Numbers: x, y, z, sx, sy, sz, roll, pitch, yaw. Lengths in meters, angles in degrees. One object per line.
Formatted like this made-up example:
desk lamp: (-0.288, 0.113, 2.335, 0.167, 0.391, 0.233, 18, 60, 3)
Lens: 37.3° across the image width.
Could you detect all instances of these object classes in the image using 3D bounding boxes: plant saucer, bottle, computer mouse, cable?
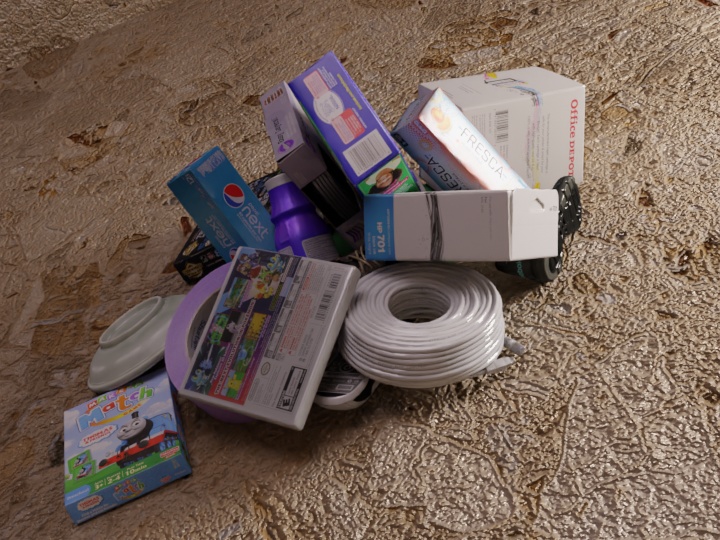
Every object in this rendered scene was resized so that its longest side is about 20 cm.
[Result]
plant saucer: (-0.306, 0.087, 1.481, 0.199, 0.050, 0.200, -31, 18, 11)
bottle: (-0.073, -0.031, 1.425, 0.065, 0.202, 0.083, -23, -4, 34)
computer mouse: (0.000, 0.116, 1.305, 0.109, 0.044, 0.200, 3, 32, 27)
cable: (0.071, 0.061, 1.266, 0.198, 0.070, 0.200, -18, 35, -20)

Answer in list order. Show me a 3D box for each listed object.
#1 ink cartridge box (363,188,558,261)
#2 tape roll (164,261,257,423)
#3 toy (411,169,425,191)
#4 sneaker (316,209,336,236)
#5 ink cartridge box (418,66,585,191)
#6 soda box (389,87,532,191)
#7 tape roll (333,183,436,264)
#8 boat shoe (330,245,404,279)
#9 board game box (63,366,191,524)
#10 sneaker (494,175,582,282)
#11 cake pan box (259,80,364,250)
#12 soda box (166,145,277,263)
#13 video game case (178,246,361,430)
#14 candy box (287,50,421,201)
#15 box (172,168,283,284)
ink cartridge box: (0.123, -0.055, 1.298, 0.198, 0.087, 0.146, 2, 4, 33)
tape roll: (-0.147, 0.086, 1.343, 0.198, 0.066, 0.202, -14, 55, 22)
toy: (0.042, -0.093, 1.512, 0.114, 0.048, 0.200, -22, 29, 1)
sneaker: (-0.058, -0.107, 1.626, 0.079, 0.078, 0.200, 1, 19, 15)
ink cartridge box: (0.201, -0.195, 1.525, 0.198, 0.149, 0.145, -12, 27, -19)
soda box: (0.135, -0.139, 1.390, 0.068, 0.200, 0.064, -21, 29, 54)
tape roll: (0.060, -0.053, 1.531, 0.198, 0.049, 0.201, -16, 30, 10)
boat shoe: (0.000, 0.000, 1.364, 0.199, 0.074, 0.075, -5, 43, -50)
board game box: (-0.297, 0.214, 1.338, 0.150, 0.037, 0.200, -24, 29, -4)
sneaker: (0.237, -0.061, 1.406, 0.079, 0.076, 0.200, -3, 34, 32)
cake pan box: (-0.057, -0.142, 1.451, 0.052, 0.184, 0.201, -36, 33, 12)
soda box: (-0.168, -0.064, 1.446, 0.068, 0.201, 0.064, -20, 21, 48)
video game case: (-0.109, 0.075, 1.266, 0.181, 0.023, 0.202, 10, 70, 33)
candy box: (0.000, -0.162, 1.381, 0.077, 0.200, 0.170, -34, 71, 5)
box: (-0.181, -0.081, 1.690, 0.197, 0.050, 0.201, -23, 25, 27)
